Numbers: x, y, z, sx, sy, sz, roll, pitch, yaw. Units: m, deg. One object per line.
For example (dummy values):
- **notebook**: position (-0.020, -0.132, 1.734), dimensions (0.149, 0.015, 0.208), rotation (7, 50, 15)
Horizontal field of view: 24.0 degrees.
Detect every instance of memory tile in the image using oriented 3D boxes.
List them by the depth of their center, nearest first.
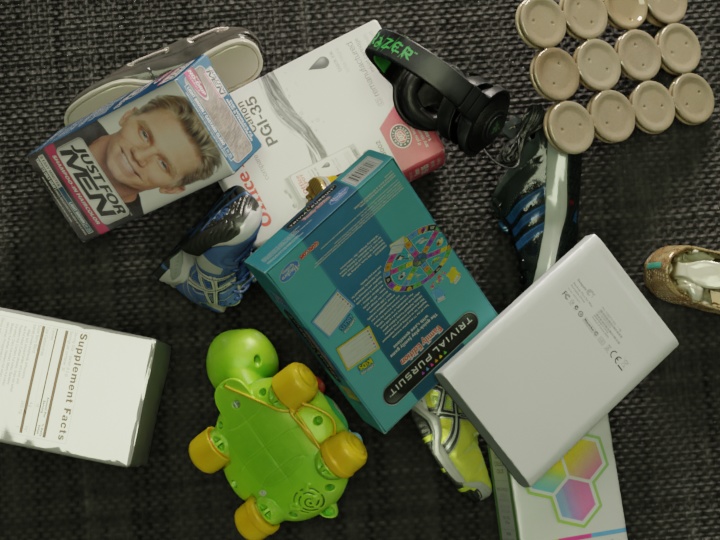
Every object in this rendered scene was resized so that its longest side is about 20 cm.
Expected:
- **memory tile**: position (0.239, -0.196, 1.587), dimensions (0.200, 0.017, 0.153), rotation (-15, 88, -29)

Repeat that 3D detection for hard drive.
- **hard drive**: position (0.179, 0.080, 1.527), dimensions (0.200, 0.026, 0.132), rotation (-41, 97, -18)

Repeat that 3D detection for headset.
- **headset**: position (0.091, -0.158, 1.507), dimensions (0.094, 0.123, 0.200), rotation (-53, 131, -4)

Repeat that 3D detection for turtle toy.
- **turtle toy**: position (-0.077, 0.142, 1.556), dimensions (0.146, 0.101, 0.200), rotation (-37, 82, 21)

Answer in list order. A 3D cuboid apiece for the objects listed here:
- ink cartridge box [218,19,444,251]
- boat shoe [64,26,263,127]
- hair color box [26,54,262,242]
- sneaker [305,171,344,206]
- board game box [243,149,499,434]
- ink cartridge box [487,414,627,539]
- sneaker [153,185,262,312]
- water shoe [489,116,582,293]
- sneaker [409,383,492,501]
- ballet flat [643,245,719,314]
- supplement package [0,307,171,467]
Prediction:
- **ink cartridge box**: position (-0.041, -0.121, 1.591), dimensions (0.200, 0.083, 0.147), rotation (-27, 86, -2)
- **boat shoe**: position (-0.187, -0.178, 1.619), dimensions (0.200, 0.057, 0.067), rotation (-21, 120, 2)
- **hair color box**: position (-0.198, -0.108, 1.538), dimensions (0.200, 0.061, 0.100), rotation (-22, 107, 35)
- **sneaker**: position (0.000, 0.000, 1.550), dimensions (0.090, 0.075, 0.200), rotation (-9, 128, -13)
- **board game box**: position (0.014, 0.019, 1.485), dimensions (0.151, 0.047, 0.200), rotation (-42, 119, -13)
- **ink cartridge box**: position (0.176, 0.176, 1.560), dimensions (0.104, 0.059, 0.200), rotation (-6, 84, -16)
- **sneaker**: position (-0.121, -0.016, 1.535), dimensions (0.077, 0.200, 0.076), rotation (40, 67, -7)
- **water shoe**: position (0.162, -0.048, 1.600), dimensions (0.079, 0.071, 0.200), rotation (4, 81, 23)
- **sneaker**: position (0.079, 0.117, 1.572), dimensions (0.076, 0.075, 0.200), rotation (-26, 86, -2)
- **ballet flat**: position (0.365, 0.019, 1.583), dimensions (0.200, 0.065, 0.071), rotation (9, 84, 1)
- **supplement package**: position (-0.287, 0.103, 1.552), dimensions (0.200, 0.121, 0.120), rotation (11, 84, 1)
